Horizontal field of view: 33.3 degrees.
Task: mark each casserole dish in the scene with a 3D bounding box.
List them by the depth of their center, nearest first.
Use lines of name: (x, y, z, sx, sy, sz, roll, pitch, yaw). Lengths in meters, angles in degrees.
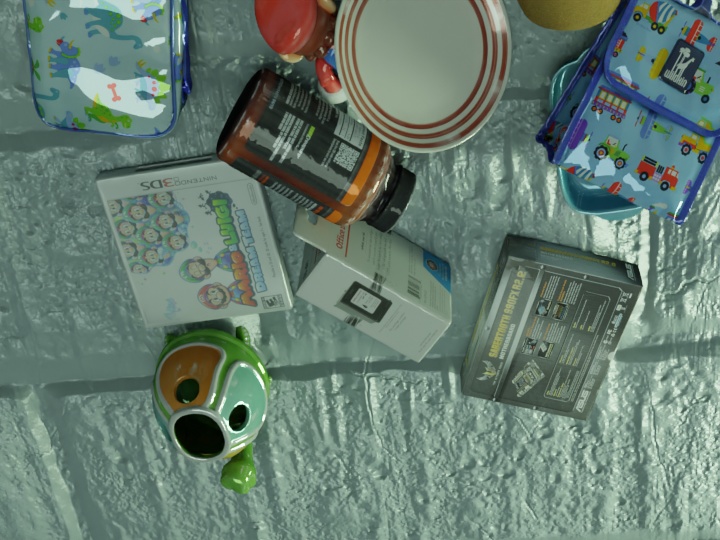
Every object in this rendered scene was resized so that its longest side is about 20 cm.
casserole dish: (0.258, -0.147, 1.247, 0.120, 0.039, 0.202, -9, 122, 8)

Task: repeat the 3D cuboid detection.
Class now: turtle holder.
turtle holder: (-0.180, 0.167, 1.414, 0.139, 0.132, 0.187, 10, 122, -4)

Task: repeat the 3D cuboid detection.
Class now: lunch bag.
lunch bag: (0.287, -0.173, 1.169, 0.149, 0.094, 0.201, 23, 108, -11)
lunch bag: (-0.246, -0.233, 1.194, 0.159, 0.083, 0.202, 4, 122, 2)

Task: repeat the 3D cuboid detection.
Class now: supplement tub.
supplement tub: (-0.042, -0.116, 1.243, 0.199, 0.107, 0.107, 29, 119, -15)

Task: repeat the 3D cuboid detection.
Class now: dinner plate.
dinner plate: (0.060, -0.216, 1.169, 0.198, 0.024, 0.203, -3, 97, -26)

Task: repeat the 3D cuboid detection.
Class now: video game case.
video game case: (-0.183, -0.031, 1.352, 0.180, 0.024, 0.202, -8, 122, 8)

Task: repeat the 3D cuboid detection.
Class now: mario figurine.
mario figurine: (-0.016, -0.238, 1.198, 0.199, 0.106, 0.124, 27, 84, -25)

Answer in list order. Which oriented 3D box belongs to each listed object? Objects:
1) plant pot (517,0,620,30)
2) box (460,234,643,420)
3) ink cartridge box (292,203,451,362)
plant pot: (0.183, -0.322, 1.071, 0.184, 0.188, 0.201, -5, 134, 6)
box: (0.214, 0.069, 1.379, 0.157, 0.049, 0.202, 12, 122, -4)
ink cartridge box: (0.000, 0.000, 1.308, 0.199, 0.116, 0.067, 30, 121, -14)
